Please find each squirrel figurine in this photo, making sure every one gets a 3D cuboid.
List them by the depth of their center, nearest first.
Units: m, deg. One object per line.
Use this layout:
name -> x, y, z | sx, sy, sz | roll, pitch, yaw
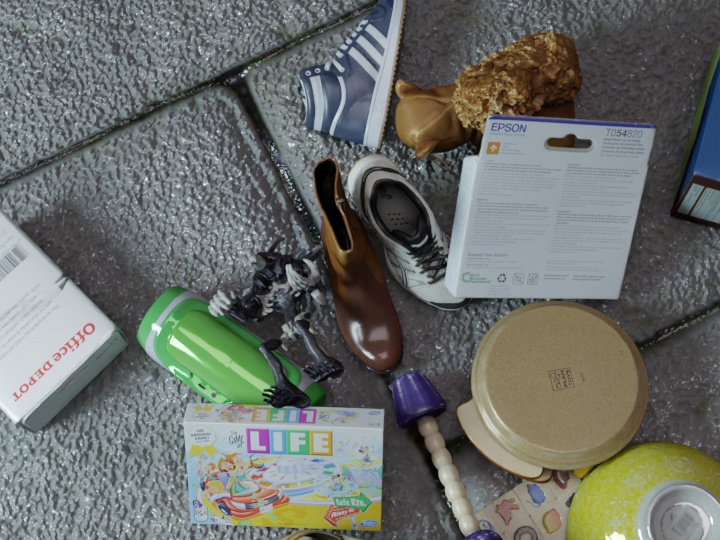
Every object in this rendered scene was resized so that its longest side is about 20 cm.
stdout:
squirrel figurine -> 0.133, -0.183, 1.449 | 0.186, 0.200, 0.142 | -9, 78, -10

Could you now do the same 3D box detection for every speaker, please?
speaker -> -0.136, 0.102, 1.434 | 0.200, 0.088, 0.089 | 35, 78, 10

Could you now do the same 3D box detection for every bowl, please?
bowl -> 0.314, 0.261, 1.358 | 0.199, 0.108, 0.201 | 1, 72, -2

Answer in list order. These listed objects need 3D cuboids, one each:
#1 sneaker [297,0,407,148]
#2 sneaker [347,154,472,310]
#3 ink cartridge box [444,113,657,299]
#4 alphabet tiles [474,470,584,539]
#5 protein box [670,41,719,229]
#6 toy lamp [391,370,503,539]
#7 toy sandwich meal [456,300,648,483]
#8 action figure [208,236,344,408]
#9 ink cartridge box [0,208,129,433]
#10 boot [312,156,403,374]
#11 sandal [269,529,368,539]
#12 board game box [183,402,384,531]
sneaker -> -0.010, -0.243, 1.537 | 0.108, 0.070, 0.201 | 10, 77, 2
sneaker -> 0.055, -0.028, 1.429 | 0.076, 0.088, 0.200 | -39, 109, 2
ink cartridge box -> 0.196, -0.067, 1.410 | 0.199, 0.041, 0.201 | 2, 113, -19
alphabet tiles -> 0.204, 0.297, 1.410 | 0.200, 0.006, 0.167 | -32, 75, -7
protein box -> 0.464, -0.142, 1.461 | 0.199, 0.135, 0.199 | 16, 75, 6
toy lamp -> 0.086, 0.200, 1.411 | 0.058, 0.058, 0.201 | -23, 71, -5
toy sandwich meal -> 0.204, 0.130, 1.429 | 0.204, 0.070, 0.206 | 0, 66, 0
action figure -> -0.082, 0.035, 1.381 | 0.119, 0.102, 0.200 | -30, 53, 11
ink cartridge box -> -0.369, 0.054, 1.453 | 0.146, 0.084, 0.200 | -44, 78, -10
boot -> 0.000, 0.000, 1.398 | 0.068, 0.200, 0.189 | -10, 74, -1
sandal -> -0.049, 0.292, 1.355 | 0.199, 0.054, 0.081 | -9, 49, 34
board game box -> -0.076, 0.201, 1.385 | 0.199, 0.135, 0.034 | 1, 31, 2
